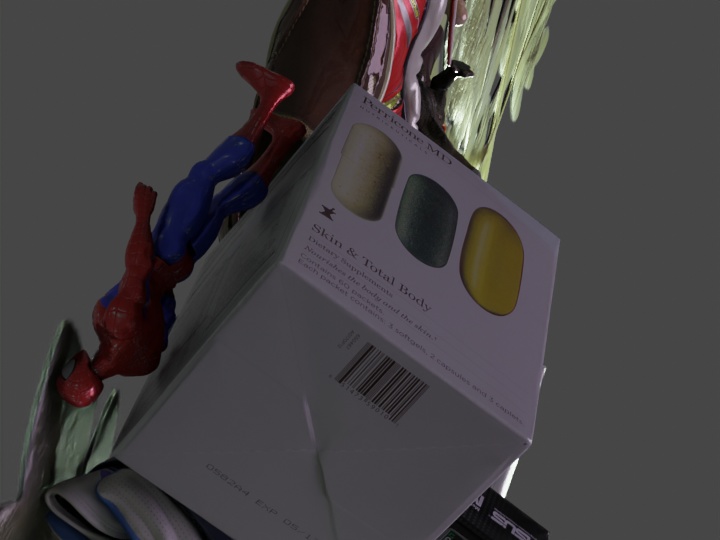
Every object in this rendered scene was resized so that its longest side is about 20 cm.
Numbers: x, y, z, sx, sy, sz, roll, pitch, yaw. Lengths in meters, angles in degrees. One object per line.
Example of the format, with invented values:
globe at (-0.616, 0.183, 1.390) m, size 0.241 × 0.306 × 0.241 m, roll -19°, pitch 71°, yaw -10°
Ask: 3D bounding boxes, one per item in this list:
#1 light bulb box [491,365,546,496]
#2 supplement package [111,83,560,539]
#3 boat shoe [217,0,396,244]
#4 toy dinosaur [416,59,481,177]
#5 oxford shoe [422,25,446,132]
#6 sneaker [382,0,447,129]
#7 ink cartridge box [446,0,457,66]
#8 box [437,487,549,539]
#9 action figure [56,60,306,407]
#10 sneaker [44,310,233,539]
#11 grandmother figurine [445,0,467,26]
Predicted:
light bulb box at (0.040, 0.158, 1.632) m, size 0.125 × 0.198 × 0.201 m, roll 92°, pitch 20°, yaw -68°
supplement package at (-0.005, 0.036, 0.951) m, size 0.151 × 0.152 × 0.200 m, roll -48°, pitch -168°, yaw 29°
boat shoe at (-0.030, -0.088, 1.067) m, size 0.075 × 0.074 × 0.203 m, roll -69°, pitch 176°, yaw -80°
toy dinosaur at (0.028, -0.127, 1.350) m, size 0.103 × 0.077 × 0.200 m, roll -65°, pitch -146°, yaw 23°
oxford shoe at (0.037, -0.120, 1.441) m, size 0.071 × 0.072 × 0.200 m, roll 95°, pitch 16°, yaw -57°
sneaker at (-0.005, -0.129, 1.242) m, size 0.085 × 0.077 × 0.201 m, roll -32°, pitch 143°, yaw -44°
ink cartridge box at (0.056, -0.269, 1.238) m, size 0.200 × 0.045 × 0.177 m, roll 93°, pitch 6°, yaw -59°
box at (-0.017, 0.168, 1.124) m, size 0.200 × 0.193 × 0.048 m, roll -48°, pitch -171°, yaw 37°
action figure at (-0.095, -0.014, 0.928) m, size 0.066 × 0.052 × 0.200 m, roll 83°, pitch 31°, yaw -59°
sneaker at (-0.108, 0.098, 0.989) m, size 0.081 × 0.146 × 0.201 m, roll -37°, pitch -122°, yaw 34°
grandmother figurine at (0.092, -0.243, 1.386) m, size 0.122 × 0.060 × 0.200 m, roll -61°, pitch -164°, yaw 1°
